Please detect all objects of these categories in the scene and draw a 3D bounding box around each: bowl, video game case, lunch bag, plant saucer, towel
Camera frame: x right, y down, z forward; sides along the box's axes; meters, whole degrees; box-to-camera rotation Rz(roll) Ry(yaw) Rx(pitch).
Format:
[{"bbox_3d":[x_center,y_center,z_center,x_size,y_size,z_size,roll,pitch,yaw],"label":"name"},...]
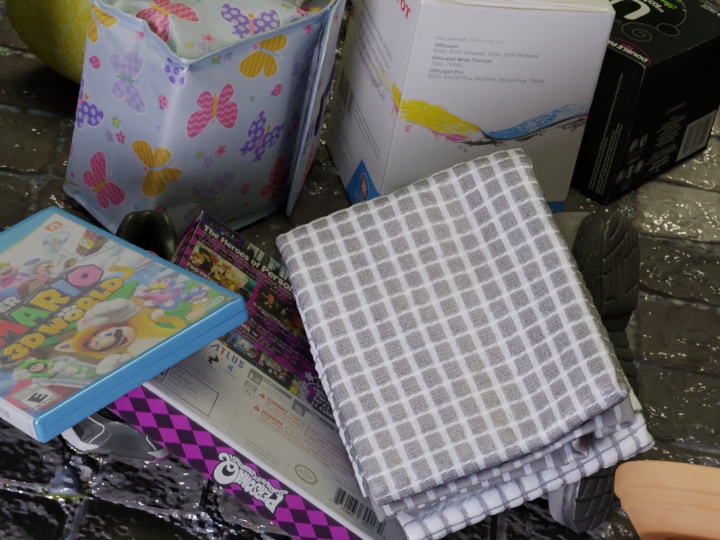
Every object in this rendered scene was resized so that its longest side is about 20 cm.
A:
[{"bbox_3d":[-0.145,-0.187,1.688,0.200,0.200,0.108,-15,66,-36],"label":"bowl"},{"bbox_3d":[-0.043,0.074,1.371,0.200,0.036,0.181,36,32,-10],"label":"video game case"},{"bbox_3d":[-0.089,-0.121,1.597,0.127,0.170,0.200,37,39,29],"label":"lunch bag"},{"bbox_3d":[-0.178,0.025,1.322,0.143,0.018,0.200,-32,34,-28],"label":"video game case"},{"bbox_3d":[0.239,0.154,1.321,0.200,0.200,0.038,16,78,3],"label":"plant saucer"},{"bbox_3d":[0.056,0.039,1.331,0.165,0.086,0.200,-21,60,-3],"label":"towel"}]

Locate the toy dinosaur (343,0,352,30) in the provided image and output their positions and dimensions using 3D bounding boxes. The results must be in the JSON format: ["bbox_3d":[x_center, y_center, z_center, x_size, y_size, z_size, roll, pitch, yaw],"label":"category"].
[{"bbox_3d":[0.020,-0.229,1.918,0.181,0.105,0.200,19,-6,33],"label":"toy dinosaur"}]

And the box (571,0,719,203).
[{"bbox_3d":[0.165,-0.167,1.793,0.200,0.124,0.148,33,38,27],"label":"box"}]

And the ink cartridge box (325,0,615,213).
[{"bbox_3d":[0.074,-0.137,1.645,0.144,0.200,0.147,1,35,-16],"label":"ink cartridge box"}]

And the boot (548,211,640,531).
[{"bbox_3d":[0.101,0.058,1.435,0.132,0.200,0.070,1,-8,31],"label":"boot"}]

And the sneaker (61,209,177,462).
[{"bbox_3d":[-0.144,0.033,1.423,0.080,0.086,0.200,4,34,-9],"label":"sneaker"}]
